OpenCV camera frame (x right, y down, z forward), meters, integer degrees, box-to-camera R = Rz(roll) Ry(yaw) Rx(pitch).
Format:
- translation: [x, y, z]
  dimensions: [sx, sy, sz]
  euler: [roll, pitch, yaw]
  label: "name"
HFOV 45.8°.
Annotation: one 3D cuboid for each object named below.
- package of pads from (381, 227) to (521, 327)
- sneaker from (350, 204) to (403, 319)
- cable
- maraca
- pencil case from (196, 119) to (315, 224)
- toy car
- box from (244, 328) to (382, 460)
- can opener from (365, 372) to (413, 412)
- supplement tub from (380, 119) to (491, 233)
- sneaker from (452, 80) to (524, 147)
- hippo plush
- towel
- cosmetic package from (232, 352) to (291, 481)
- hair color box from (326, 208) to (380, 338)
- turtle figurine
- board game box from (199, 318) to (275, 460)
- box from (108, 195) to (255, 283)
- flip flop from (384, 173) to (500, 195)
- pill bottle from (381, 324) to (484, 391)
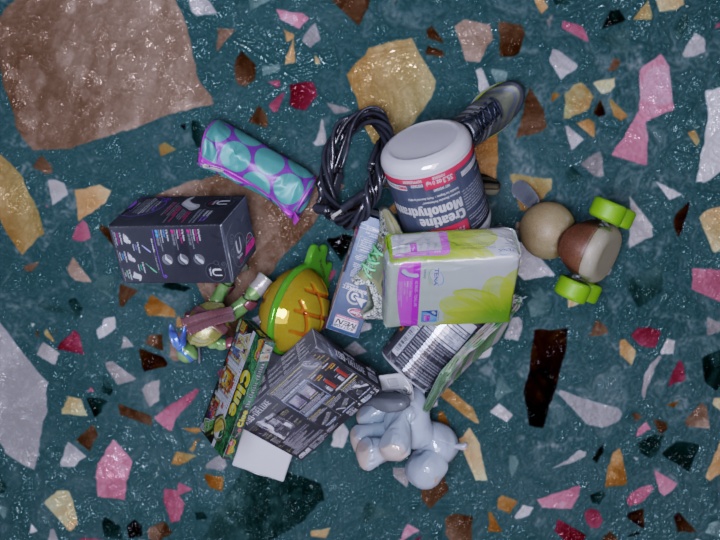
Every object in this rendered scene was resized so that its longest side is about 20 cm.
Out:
- translation: [0.131, 0.010, 1.261]
  dimensions: [0.198, 0.069, 0.155]
  euler: [-3, 136, -3]
  label: "package of pads"
- translation: [0.029, -0.002, 1.339]
  dimensions: [0.088, 0.077, 0.202]
  euler: [-9, 111, -13]
  label: "sneaker"
- translation: [-0.008, -0.169, 1.369]
  dimensions: [0.051, 0.163, 0.202]
  euler: [21, 96, -36]
  label: "cable"
- translation: [-0.099, 0.047, 1.408]
  dimensions: [0.106, 0.201, 0.138]
  euler: [17, 147, 21]
  label: "maraca"
- translation: [-0.171, -0.163, 1.404]
  dimensions: [0.199, 0.085, 0.093]
  euler: [28, 59, -4]
  label: "pencil case"
- translation: [0.322, -0.061, 1.407]
  dimensions: [0.199, 0.157, 0.166]
  euler: [27, 101, 26]
  label: "toy car"
- translation: [-0.089, 0.208, 1.397]
  dimensions: [0.200, 0.050, 0.157]
  euler: [-43, 124, 16]
  label: "box"
- translation: [0.010, 0.209, 1.452]
  dimensions: [0.199, 0.066, 0.053]
  euler: [-12, 102, 46]
  label: "can opener"
- translation: [0.120, -0.113, 1.296]
  dimensions: [0.139, 0.141, 0.201]
  euler: [-17, 123, 6]
  label: "supplement tub"
- translation: [0.187, -0.233, 1.371]
  dimensions: [0.200, 0.081, 0.074]
  euler: [-40, 99, 0]
  label: "sneaker"
- translation: [0.088, 0.290, 1.494]
  dimensions: [0.161, 0.159, 0.201]
  euler: [44, 59, -25]
  label: "hippo plush"
- translation: [0.183, 0.138, 1.394]
  dimensions: [0.023, 0.153, 0.200]
  euler: [40, 61, 15]
  label: "towel"
- translation: [-0.149, 0.260, 1.512]
  dimensions: [0.101, 0.074, 0.202]
  euler: [20, 105, -3]
  label: "cosmetic package"
- translation: [0.000, 0.000, 1.430]
  dimensions: [0.060, 0.100, 0.202]
  euler: [17, 103, -3]
  label: "hair color box"
- translation: [-0.227, 0.087, 1.461]
  dimensions: [0.200, 0.143, 0.195]
  euler: [41, 79, -36]
  label: "turtle figurine"
- translation: [-0.198, 0.187, 1.362]
  dimensions: [0.023, 0.105, 0.202]
  euler: [16, 98, -37]
  label: "board game box"
- translation: [-0.288, -0.052, 1.394]
  dimensions: [0.198, 0.123, 0.107]
  euler: [0, 118, 15]
  label: "box"
- translation: [0.131, -0.135, 1.412]
  dimensions: [0.198, 0.081, 0.058]
  euler: [4, 118, -4]
  label: "flip flop"
- translation: [0.134, 0.090, 1.389]
  dimensions: [0.106, 0.106, 0.200]
  euler: [39, 94, -7]
  label: "pill bottle"
